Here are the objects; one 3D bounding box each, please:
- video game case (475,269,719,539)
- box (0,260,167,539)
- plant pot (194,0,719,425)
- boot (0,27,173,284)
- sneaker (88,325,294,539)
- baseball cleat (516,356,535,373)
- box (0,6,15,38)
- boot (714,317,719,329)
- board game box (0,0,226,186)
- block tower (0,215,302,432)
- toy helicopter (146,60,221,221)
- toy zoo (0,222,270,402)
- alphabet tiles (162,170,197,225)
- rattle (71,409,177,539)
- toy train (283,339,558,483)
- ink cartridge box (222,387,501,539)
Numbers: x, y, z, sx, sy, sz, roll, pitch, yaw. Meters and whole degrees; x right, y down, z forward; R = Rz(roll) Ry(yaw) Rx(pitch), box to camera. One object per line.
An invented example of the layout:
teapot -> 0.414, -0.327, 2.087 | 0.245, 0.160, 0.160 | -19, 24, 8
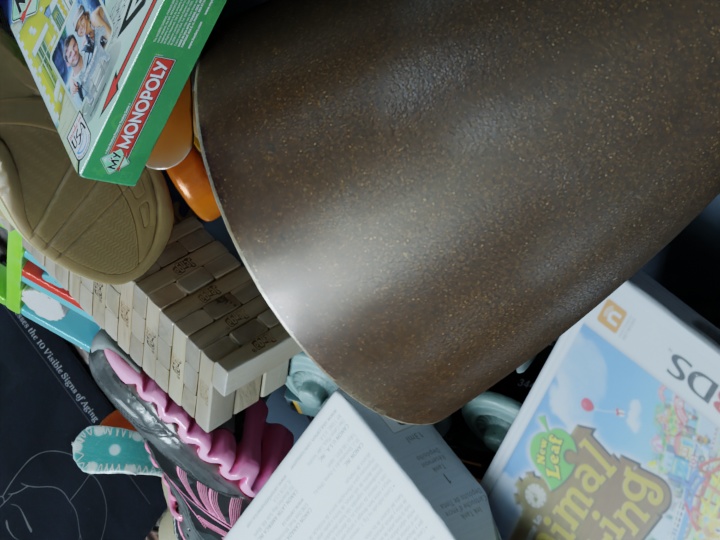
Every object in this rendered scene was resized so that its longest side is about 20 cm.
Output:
video game case -> 0.133, 0.126, 0.881 | 0.182, 0.022, 0.201 | 39, 120, 24
box -> -0.247, 0.136, 1.206 | 0.123, 0.197, 0.201 | -7, 124, 43
plant pot -> 0.070, -0.065, 0.789 | 0.199, 0.187, 0.187 | -28, 111, 26
boot -> -0.187, -0.078, 0.940 | 0.200, 0.073, 0.155 | 39, 172, -36
sneaker -> -0.077, 0.108, 1.048 | 0.095, 0.079, 0.200 | -35, 111, 28
baseball cleat -> 0.000, 0.000, 0.950 | 0.199, 0.107, 0.070 | 12, 140, 32
box -> -0.181, -0.195, 0.924 | 0.157, 0.050, 0.201 | 24, 140, 29
boot -> 0.185, 0.013, 0.851 | 0.138, 0.078, 0.201 | 1, 128, 43
board game box -> -0.082, -0.154, 0.800 | 0.201, 0.029, 0.135 | -60, 41, 29
block tower -> -0.112, -0.005, 0.999 | 0.200, 0.054, 0.058 | 42, 144, 27
toy helicopter -> -0.054, -0.054, 0.866 | 0.079, 0.200, 0.133 | -32, 128, 5
toy zoo -> -0.137, 0.021, 1.111 | 0.199, 0.021, 0.131 | 29, 157, 2
alphabet tiles -> -0.147, -0.080, 1.045 | 0.166, 0.006, 0.200 | 45, 142, 4
rattle -> -0.060, 0.120, 1.152 | 0.201, 0.130, 0.143 | 55, 135, 21
toy train -> 0.046, 0.065, 1.006 | 0.199, 0.086, 0.114 | 11, 144, 30
ink cartridge box -> 0.022, 0.173, 0.942 | 0.200, 0.050, 0.163 | 49, 126, 18
